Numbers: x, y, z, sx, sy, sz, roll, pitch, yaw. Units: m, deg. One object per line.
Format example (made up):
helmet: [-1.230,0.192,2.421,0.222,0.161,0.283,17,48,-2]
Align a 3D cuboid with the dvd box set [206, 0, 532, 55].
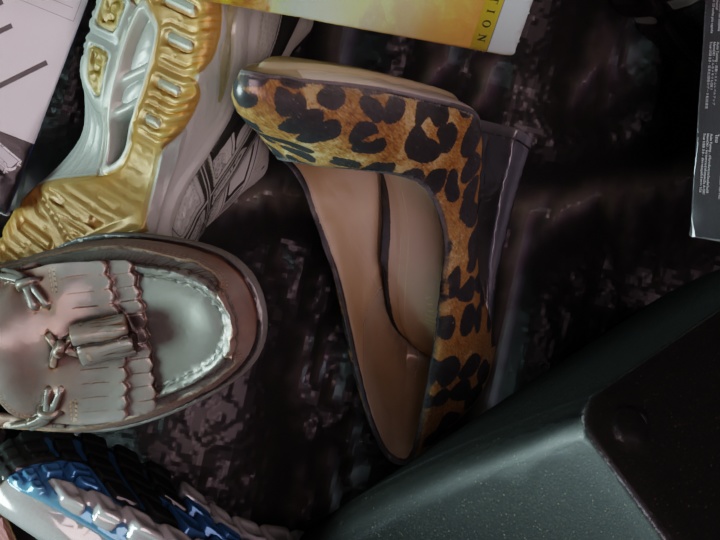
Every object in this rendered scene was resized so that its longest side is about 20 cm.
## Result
dvd box set: [-0.024,-0.152,0.743,0.199,0.030,0.147,10,129,-12]

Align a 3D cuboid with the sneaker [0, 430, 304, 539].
sneaker: [-0.073,0.132,0.873,0.199,0.075,0.087,32,101,-32]

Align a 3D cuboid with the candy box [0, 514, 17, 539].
candy box: [-0.167,0.170,0.870,0.116,0.056,0.201,-24,106,-11]

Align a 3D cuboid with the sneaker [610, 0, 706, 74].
sneaker: [0.124,-0.180,0.894,0.115,0.076,0.200,-44,107,-9]

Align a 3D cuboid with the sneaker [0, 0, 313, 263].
sneaker: [-0.075,-0.028,0.857,0.087,0.076,0.201,-2,124,-55]

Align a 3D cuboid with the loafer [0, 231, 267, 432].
loafer: [-0.132,0.030,0.800,0.199,0.063,0.072,-4,99,23]

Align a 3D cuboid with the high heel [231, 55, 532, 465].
high heel: [0.000,0.000,0.844,0.200,0.071,0.144,15,90,-57]

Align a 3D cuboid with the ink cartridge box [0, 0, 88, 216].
ink cartridge box: [-0.208,-0.099,0.821,0.199,0.044,0.095,20,91,-18]

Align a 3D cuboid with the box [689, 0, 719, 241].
box: [0.187,-0.115,0.887,0.157,0.049,0.202,-10,105,-59]

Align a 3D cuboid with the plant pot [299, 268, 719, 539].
plant pot: [0.129,0.107,0.822,0.199,0.178,0.201,-30,79,-29]
